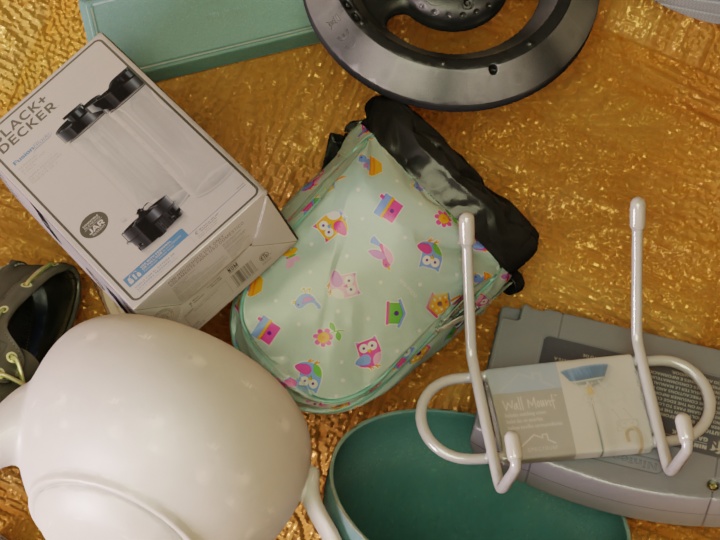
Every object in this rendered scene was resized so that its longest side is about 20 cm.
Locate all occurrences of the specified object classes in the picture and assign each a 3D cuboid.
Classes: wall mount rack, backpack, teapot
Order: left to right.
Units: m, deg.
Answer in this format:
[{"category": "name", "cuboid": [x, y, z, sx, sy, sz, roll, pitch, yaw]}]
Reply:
[{"category": "teapot", "cuboid": [-0.130, 0.134, 1.588, 0.200, 0.197, 0.146, -9, 45, 40]}, {"category": "backpack", "cuboid": [0.000, 0.000, 1.690, 0.167, 0.127, 0.200, 44, 89, 5]}, {"category": "wall mount rack", "cuboid": [0.132, 0.050, 1.634, 0.199, 0.075, 0.174, -5, 64, -13]}]

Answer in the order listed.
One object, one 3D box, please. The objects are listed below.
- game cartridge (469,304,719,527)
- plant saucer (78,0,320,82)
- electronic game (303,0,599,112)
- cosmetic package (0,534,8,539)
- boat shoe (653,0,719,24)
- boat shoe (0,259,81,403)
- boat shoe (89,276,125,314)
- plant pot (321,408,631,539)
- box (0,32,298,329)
[{"category": "game cartridge", "cuboid": [0.176, 0.098, 1.684, 0.199, 0.042, 0.133, 14, 54, 4]}, {"category": "plant saucer", "cuboid": [-0.091, -0.177, 1.759, 0.199, 0.019, 0.070, -13, 87, 5]}, {"category": "electronic game", "cuboid": [0.060, -0.194, 1.706, 0.199, 0.042, 0.201, 2, 64, -3]}, {"category": "cosmetic package", "cuboid": [-0.203, 0.277, 1.723, 0.200, 0.081, 0.113, 33, 90, 5]}, {"category": "boat shoe", "cuboid": [0.273, -0.201, 1.715, 0.199, 0.072, 0.062, 12, 65, 1]}, {"category": "boat shoe", "cuboid": [-0.235, 0.062, 1.679, 0.060, 0.202, 0.072, -13, 123, 23]}, {"category": "boat shoe", "cuboid": [-0.141, 0.007, 1.730, 0.064, 0.071, 0.200, -31, 85, 4]}, {"category": "plant pot", "cuboid": [0.060, 0.202, 1.667, 0.200, 0.200, 0.135, 20, 120, 5]}, {"category": "box", "cuboid": [-0.147, -0.052, 1.659, 0.117, 0.060, 0.200, -41, 53, -6]}]
